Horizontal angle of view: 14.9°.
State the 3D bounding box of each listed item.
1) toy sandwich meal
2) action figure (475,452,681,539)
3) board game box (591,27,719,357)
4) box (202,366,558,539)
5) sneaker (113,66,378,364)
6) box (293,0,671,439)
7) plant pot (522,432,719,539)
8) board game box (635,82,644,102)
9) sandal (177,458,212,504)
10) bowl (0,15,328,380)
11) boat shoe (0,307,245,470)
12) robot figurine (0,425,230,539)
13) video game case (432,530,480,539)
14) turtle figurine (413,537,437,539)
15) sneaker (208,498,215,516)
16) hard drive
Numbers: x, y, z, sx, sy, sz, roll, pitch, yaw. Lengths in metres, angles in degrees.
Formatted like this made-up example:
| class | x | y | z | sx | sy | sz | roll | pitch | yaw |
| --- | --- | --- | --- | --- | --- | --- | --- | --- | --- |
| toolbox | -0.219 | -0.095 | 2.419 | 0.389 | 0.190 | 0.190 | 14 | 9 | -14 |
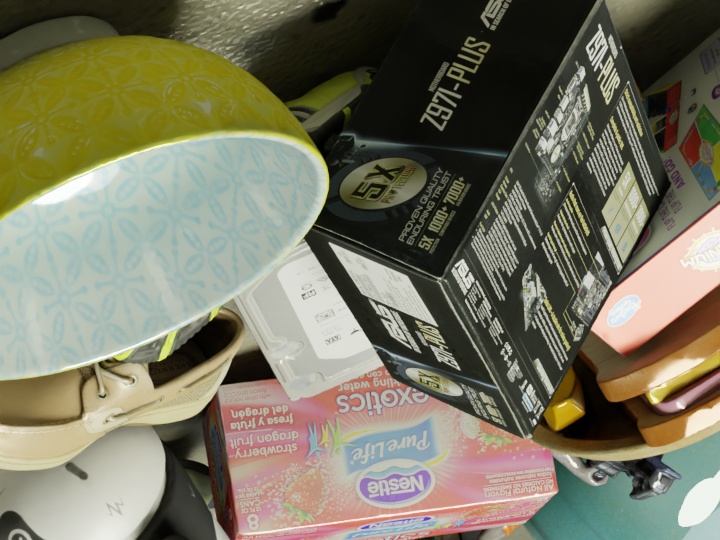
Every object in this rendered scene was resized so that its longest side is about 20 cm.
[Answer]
| class | x | y | z | sx | sy | sz | roll | pitch | yaw |
| --- | --- | --- | --- | --- | --- | --- | --- | --- | --- |
| toy sandwich meal | 0.162 | 0.031 | 1.536 | 0.205 | 0.205 | 0.070 | -27 | 118 | 2 |
| action figure | 0.111 | 0.109 | 1.792 | 0.105 | 0.200 | 0.194 | 40 | 80 | -30 |
| board game box | 0.194 | -0.066 | 1.474 | 0.040 | 0.153 | 0.200 | 39 | 115 | -25 |
| box | 0.010 | 0.114 | 1.687 | 0.199 | 0.095 | 0.103 | -6 | 165 | -11 |
| sneaker | -0.067 | -0.043 | 1.362 | 0.200 | 0.076 | 0.075 | -38 | 148 | -19 |
| box | 0.065 | -0.036 | 1.357 | 0.164 | 0.086 | 0.200 | -60 | 154 | -14 |
| plant pot | 0.230 | 0.120 | 1.922 | 0.200 | 0.200 | 0.188 | 3 | 130 | -51 |
| board game box | 0.057 | -0.051 | 1.535 | 0.200 | 0.030 | 0.095 | -36 | 156 | 30 |
| sandal | -0.146 | 0.188 | 1.793 | 0.080 | 0.057 | 0.201 | -1 | 148 | -18 |
| bowl | -0.125 | -0.047 | 1.225 | 0.200 | 0.108 | 0.200 | -23 | 158 | -10 |
| boat shoe | -0.146 | 0.054 | 1.499 | 0.200 | 0.071 | 0.065 | -16 | 154 | -49 |
| robot figurine | -0.147 | 0.163 | 1.602 | 0.150 | 0.125 | 0.200 | -16 | 133 | 14 |
| video game case | 0.059 | 0.222 | 1.931 | 0.025 | 0.201 | 0.181 | -1 | 152 | -16 |
| turtle figurine | 0.025 | 0.231 | 1.773 | 0.149 | 0.101 | 0.200 | -9 | 151 | -37 |
| sneaker | -0.062 | 0.220 | 1.882 | 0.079 | 0.130 | 0.199 | -21 | 158 | -7 |
| hard drive | 0.000 | 0.000 | 1.509 | 0.139 | 0.038 | 0.200 | -23 | 156 | 0 |
